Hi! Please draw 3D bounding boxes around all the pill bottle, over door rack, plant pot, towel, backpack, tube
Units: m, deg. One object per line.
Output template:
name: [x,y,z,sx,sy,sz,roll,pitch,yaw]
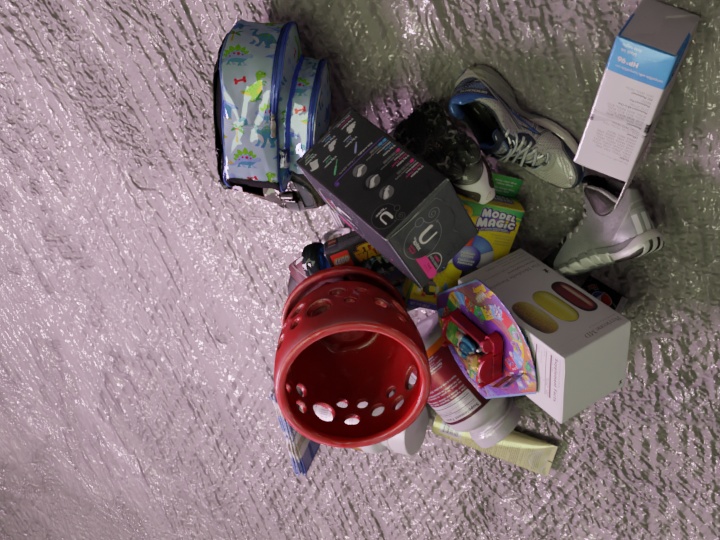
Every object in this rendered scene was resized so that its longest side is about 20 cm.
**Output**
pill bottle: [0.149,0.170,1.427,0.200,0.113,0.113,48,136,-9]
over door rack: [-0.011,-0.110,1.341,0.200,0.067,0.148,-8,120,38]
plant pot: [-0.013,0.104,1.248,0.200,0.183,0.201,-1,121,-2]
towel: [-0.102,0.239,1.627,0.024,0.147,0.200,2,127,22]
backpack: [-0.113,-0.226,1.242,0.147,0.183,0.200,2,125,4]
tube: [0.216,0.274,1.518,0.200,0.052,0.058,19,174,16]
pill bottle: [0.006,0.247,1.584,0.200,0.114,0.115,8,128,29]

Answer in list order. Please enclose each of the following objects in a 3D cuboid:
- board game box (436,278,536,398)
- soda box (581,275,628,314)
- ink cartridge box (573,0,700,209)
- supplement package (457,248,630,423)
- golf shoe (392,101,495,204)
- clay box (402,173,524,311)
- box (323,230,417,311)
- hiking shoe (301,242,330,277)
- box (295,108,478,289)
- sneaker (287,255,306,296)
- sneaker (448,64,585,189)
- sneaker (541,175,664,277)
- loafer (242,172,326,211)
board game box: [0.142,0.098,1.197,0.158,0.039,0.200,64,157,0]
soda box: [0.292,0.104,1.306,0.063,0.071,0.200,32,136,10]
ink cartridge box: [0.298,-0.182,1.038,0.068,0.116,0.200,25,134,16]
supplement package: [0.229,0.078,1.190,0.200,0.114,0.110,39,146,44]
golf shoe: [0.106,-0.143,1.178,0.078,0.200,0.094,-39,124,8]
clay box: [0.139,-0.037,1.253,0.115,0.048,0.200,10,121,-11]
box: [0.066,-0.012,1.314,0.200,0.040,0.137,-21,119,9]
hiking shoe: [0.000,0.000,1.388,0.087,0.075,0.200,-27,142,35]
box: [0.031,-0.091,1.160,0.200,0.106,0.122,42,175,40]
sneaker: [-0.047,0.056,1.506,0.115,0.076,0.200,-26,97,49]
sneaker: [0.186,-0.160,1.155,0.200,0.085,0.077,39,137,0]
sneaker: [0.293,-0.060,1.190,0.200,0.075,0.116,-22,84,58]
loafer: [-0.125,-0.117,1.349,0.200,0.063,0.072,23,143,46]
